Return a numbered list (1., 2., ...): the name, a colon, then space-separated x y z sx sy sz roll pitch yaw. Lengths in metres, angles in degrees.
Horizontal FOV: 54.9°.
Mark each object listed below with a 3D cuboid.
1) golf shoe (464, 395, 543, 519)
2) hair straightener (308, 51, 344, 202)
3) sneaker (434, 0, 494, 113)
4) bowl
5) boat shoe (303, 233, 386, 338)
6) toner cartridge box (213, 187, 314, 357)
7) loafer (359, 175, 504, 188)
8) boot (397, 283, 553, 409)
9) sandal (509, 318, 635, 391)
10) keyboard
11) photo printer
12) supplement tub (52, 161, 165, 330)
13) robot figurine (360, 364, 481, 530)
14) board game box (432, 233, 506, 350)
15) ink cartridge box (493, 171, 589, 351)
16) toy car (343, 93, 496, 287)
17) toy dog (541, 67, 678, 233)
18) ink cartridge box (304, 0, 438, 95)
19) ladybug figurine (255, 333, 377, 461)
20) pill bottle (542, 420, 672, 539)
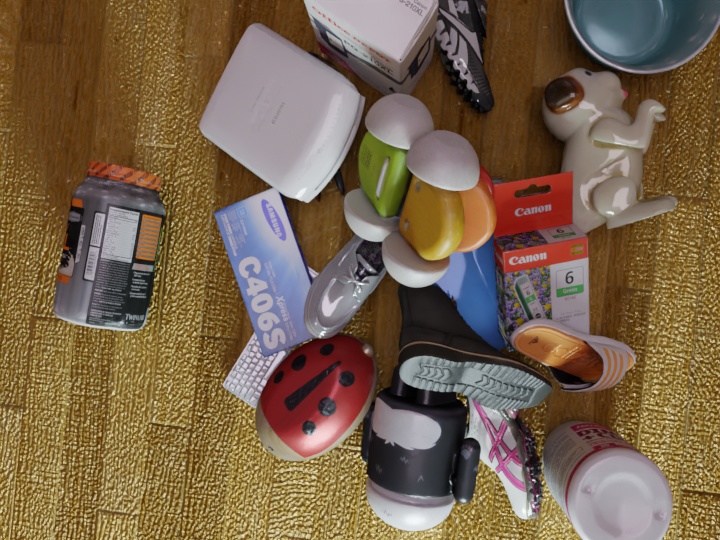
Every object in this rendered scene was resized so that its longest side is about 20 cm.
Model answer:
1. golf shoe: 0.181 0.223 0.907 0.090 0.072 0.206 -18 82 23
2. hair straightener: -0.044 -0.201 0.943 0.075 0.041 0.206 -11 84 3
3. sneaker: 0.139 -0.310 0.914 0.089 0.066 0.204 -29 85 5
4. bowl: 0.345 -0.338 0.882 0.194 0.105 0.208 0 88 3
5. boat shoe: 0.000 0.000 0.892 0.072 0.068 0.201 44 73 -6
6. toner cartridge box: -0.118 0.003 0.926 0.093 0.043 0.205 -20 88 0
7. loafer: 0.095 -0.125 0.912 0.194 0.070 0.072 6 98 4
8. boot: 0.137 0.084 0.855 0.195 0.140 0.078 19 129 -18
9. sandal: 0.265 0.119 0.856 0.203 0.060 0.079 18 133 -30
10. keyboard: -0.115 0.088 0.952 0.056 0.011 0.203 32 91 4
11. photo printer: -0.098 -0.199 0.896 0.198 0.069 0.169 36 101 20
12. supplement tub: -0.326 -0.032 0.912 0.119 0.123 0.206 10 89 4
13. robot figurine: 0.072 0.223 0.881 0.121 0.150 0.206 7 93 -10
14. board game box: 0.167 0.021 0.921 0.196 0.039 0.161 -28 97 3
15. ink cartridge box: 0.220 -0.009 0.847 0.106 0.051 0.205 -9 114 -1
16. toy car: 0.079 -0.097 0.809 0.201 0.147 0.178 49 137 37
17. toy dog: 0.298 -0.156 0.882 0.191 0.138 0.206 -16 89 37
18. ink cartridge box: 0.015 -0.299 0.854 0.143 0.200 0.085 35 91 4
19. ladybug figurine: -0.062 0.161 0.901 0.200 0.072 0.136 -44 67 7
20. pill bottle: 0.282 0.248 0.828 0.110 0.200 0.117 0 89 3
